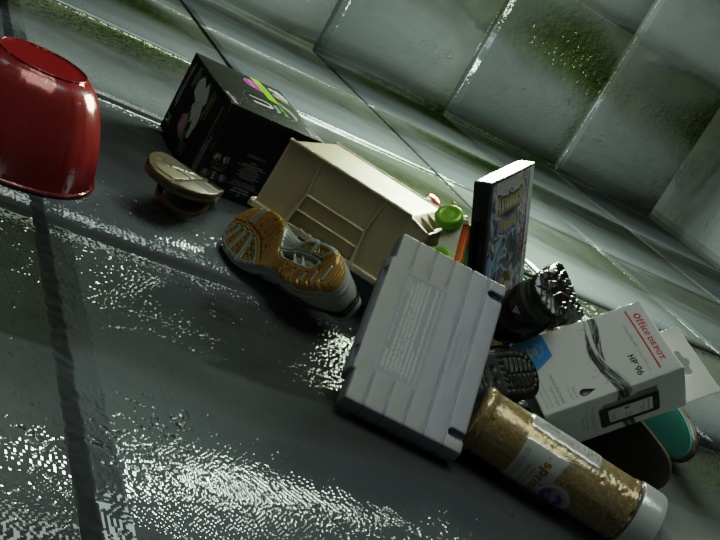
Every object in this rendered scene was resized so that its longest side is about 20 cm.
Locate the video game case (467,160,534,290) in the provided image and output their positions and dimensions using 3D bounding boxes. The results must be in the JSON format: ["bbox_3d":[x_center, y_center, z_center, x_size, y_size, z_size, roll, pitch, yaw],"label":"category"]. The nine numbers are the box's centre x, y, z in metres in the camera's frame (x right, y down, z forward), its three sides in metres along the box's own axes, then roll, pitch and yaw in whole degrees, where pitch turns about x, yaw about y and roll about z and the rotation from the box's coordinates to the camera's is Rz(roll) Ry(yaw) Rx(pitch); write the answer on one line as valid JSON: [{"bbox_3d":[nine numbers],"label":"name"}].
[{"bbox_3d":[0.169,-0.032,1.255,0.025,0.181,0.200,9,16,21],"label":"video game case"}]

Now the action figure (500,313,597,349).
[{"bbox_3d":[0.286,0.114,1.313,0.200,0.119,0.102,18,53,-13],"label":"action figure"}]

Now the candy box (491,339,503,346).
[{"bbox_3d":[0.164,0.048,1.401,0.115,0.055,0.200,40,20,27],"label":"candy box"}]

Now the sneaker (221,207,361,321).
[{"bbox_3d":[-0.078,0.000,1.132,0.200,0.076,0.088,33,-16,44],"label":"sneaker"}]

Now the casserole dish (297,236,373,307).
[{"bbox_3d":[0.000,0.000,1.294,0.200,0.039,0.121,34,15,17],"label":"casserole dish"}]

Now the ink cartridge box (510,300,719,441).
[{"bbox_3d":[0.282,0.109,1.150,0.116,0.200,0.068,-110,-179,-49],"label":"ink cartridge box"}]

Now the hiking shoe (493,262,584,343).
[{"bbox_3d":[0.197,0.041,1.209,0.200,0.101,0.076,7,60,-67],"label":"hiking shoe"}]

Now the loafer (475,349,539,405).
[{"bbox_3d":[0.091,0.121,1.059,0.200,0.071,0.073,7,59,-30],"label":"loafer"}]

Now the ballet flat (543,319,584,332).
[{"bbox_3d":[0.288,0.092,1.458,0.072,0.072,0.200,24,10,-20],"label":"ballet flat"}]

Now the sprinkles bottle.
[{"bbox_3d":[0.191,0.191,0.988,0.200,0.068,0.068,32,16,2],"label":"sprinkles bottle"}]

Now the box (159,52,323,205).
[{"bbox_3d":[-0.167,-0.186,1.409,0.148,0.124,0.200,20,20,-32],"label":"box"}]

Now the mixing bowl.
[{"bbox_3d":[-0.350,-0.172,1.077,0.200,0.109,0.200,28,15,-8],"label":"mixing bowl"}]

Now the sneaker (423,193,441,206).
[{"bbox_3d":[0.113,-0.060,1.473,0.199,0.094,0.070,12,4,20],"label":"sneaker"}]

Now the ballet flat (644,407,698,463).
[{"bbox_3d":[0.383,0.184,1.364,0.068,0.068,0.200,27,14,-41],"label":"ballet flat"}]

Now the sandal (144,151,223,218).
[{"bbox_3d":[-0.206,-0.091,1.196,0.080,0.054,0.200,36,1,0],"label":"sandal"}]

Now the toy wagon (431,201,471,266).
[{"bbox_3d":[0.105,-0.002,1.193,0.039,0.155,0.200,8,47,13],"label":"toy wagon"}]

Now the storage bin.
[{"bbox_3d":[-0.001,-0.071,1.254,0.198,0.094,0.200,34,12,9],"label":"storage bin"}]

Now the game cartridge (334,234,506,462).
[{"bbox_3d":[0.060,0.071,1.002,0.129,0.038,0.200,25,55,-5],"label":"game cartridge"}]

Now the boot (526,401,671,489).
[{"bbox_3d":[0.285,0.181,1.197,0.200,0.074,0.075,39,12,38],"label":"boot"}]
